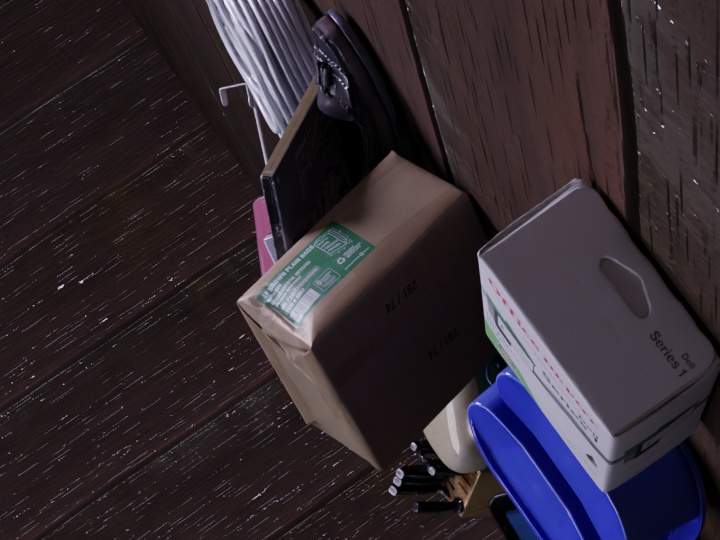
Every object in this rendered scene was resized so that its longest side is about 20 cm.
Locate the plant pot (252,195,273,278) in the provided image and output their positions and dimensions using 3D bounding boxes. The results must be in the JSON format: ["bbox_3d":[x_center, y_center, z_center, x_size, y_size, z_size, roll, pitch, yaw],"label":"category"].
[{"bbox_3d":[-0.035,-0.012,2.191,0.200,0.199,0.180,118,133,-85],"label":"plant pot"}]

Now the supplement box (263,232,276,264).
[{"bbox_3d":[-0.021,-0.016,1.865,0.109,0.061,0.200,65,-162,-8],"label":"supplement box"}]

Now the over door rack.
[{"bbox_3d":[-0.057,-0.118,2.032,0.148,0.066,0.201,-19,-94,-65],"label":"over door rack"}]

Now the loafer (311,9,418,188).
[{"bbox_3d":[-0.006,-0.138,1.657,0.072,0.063,0.200,54,175,40],"label":"loafer"}]

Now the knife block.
[{"bbox_3d":[0.133,0.251,2.244,0.064,0.175,0.200,52,175,44],"label":"knife block"}]

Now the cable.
[{"bbox_3d":[-0.083,-0.210,1.810,0.200,0.069,0.200,61,175,15],"label":"cable"}]

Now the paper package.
[{"bbox_3d":[0.022,0.035,1.645,0.103,0.200,0.191,29,156,42],"label":"paper package"}]

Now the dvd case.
[{"bbox_3d":[-0.039,-0.082,1.693,0.200,0.016,0.149,-66,-26,-47],"label":"dvd case"}]

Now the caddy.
[{"bbox_3d":[0.175,0.131,1.441,0.200,0.105,0.141,56,153,11],"label":"caddy"}]

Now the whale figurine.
[{"bbox_3d":[0.125,0.123,2.091,0.159,0.103,0.201,-128,30,-49],"label":"whale figurine"}]

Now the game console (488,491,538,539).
[{"bbox_3d":[0.238,0.294,1.830,0.200,0.116,0.176,58,175,-32],"label":"game console"}]

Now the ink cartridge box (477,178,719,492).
[{"bbox_3d":[0.147,0.046,1.219,0.146,0.084,0.200,54,176,17],"label":"ink cartridge box"}]

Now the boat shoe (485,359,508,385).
[{"bbox_3d":[0.144,0.091,1.671,0.084,0.069,0.200,54,175,18],"label":"boat shoe"}]
